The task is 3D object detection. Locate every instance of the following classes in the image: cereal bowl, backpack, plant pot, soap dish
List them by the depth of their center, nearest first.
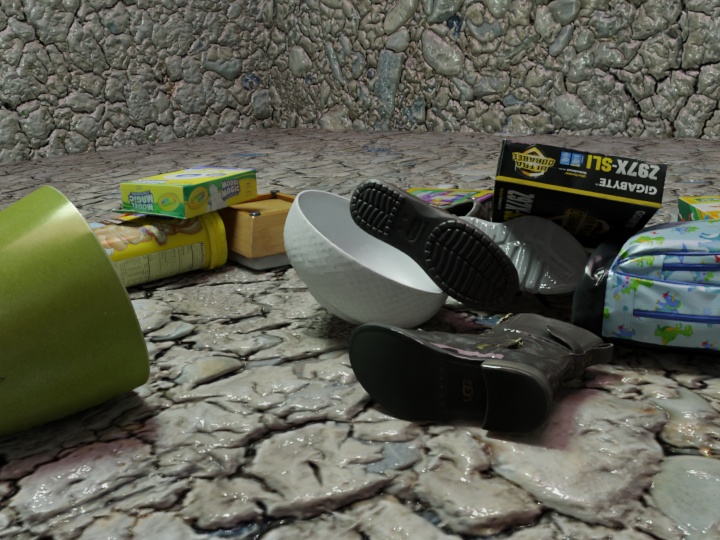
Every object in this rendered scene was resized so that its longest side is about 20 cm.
[{"bbox_3d":[-0.303,0.060,0.608,0.198,0.191,0.185,-31,29,-31],"label":"plant pot"},{"bbox_3d":[0.318,0.016,0.708,0.197,0.157,0.162,20,18,28],"label":"backpack"},{"bbox_3d":[0.000,0.000,0.828,0.197,0.084,0.201,26,19,-10],"label":"cereal bowl"},{"bbox_3d":[-0.142,-0.067,1.166,0.155,0.083,0.199,-12,18,-31],"label":"soap dish"}]

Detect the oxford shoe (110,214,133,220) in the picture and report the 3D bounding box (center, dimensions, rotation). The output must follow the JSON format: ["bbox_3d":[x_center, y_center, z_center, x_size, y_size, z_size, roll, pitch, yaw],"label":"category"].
[{"bbox_3d":[-0.329,-0.085,1.221,0.196,0.073,0.073,-19,10,1],"label":"oxford shoe"}]

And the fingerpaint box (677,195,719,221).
[{"bbox_3d":[0.539,-0.050,0.993,0.195,0.075,0.167,-2,14,6],"label":"fingerpaint box"}]

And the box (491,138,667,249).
[{"bbox_3d":[0.221,-0.073,0.808,0.156,0.051,0.200,13,-9,10],"label":"box"}]

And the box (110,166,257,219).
[{"bbox_3d":[-0.248,-0.111,1.078,0.115,0.050,0.199,6,19,25],"label":"box"}]

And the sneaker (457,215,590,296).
[{"bbox_3d":[0.185,-0.010,0.846,0.198,0.079,0.111,20,-5,46],"label":"sneaker"}]

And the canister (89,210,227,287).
[{"bbox_3d":[-0.308,-0.033,1.067,0.197,0.089,0.147,-16,21,-36],"label":"canister"}]

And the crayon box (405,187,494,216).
[{"bbox_3d":[0.122,-0.090,1.246,0.169,0.060,0.199,4,17,28],"label":"crayon box"}]

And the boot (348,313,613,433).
[{"bbox_3d":[0.107,0.074,0.662,0.196,0.071,0.173,14,19,26],"label":"boot"}]

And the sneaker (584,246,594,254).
[{"bbox_3d":[0.230,-0.012,0.928,0.195,0.077,0.081,1,25,16],"label":"sneaker"}]

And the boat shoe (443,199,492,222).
[{"bbox_3d":[0.076,-0.042,0.973,0.198,0.061,0.072,-16,35,30],"label":"boat shoe"}]

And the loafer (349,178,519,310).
[{"bbox_3d":[0.083,-0.035,0.799,0.199,0.074,0.071,37,17,11],"label":"loafer"}]
